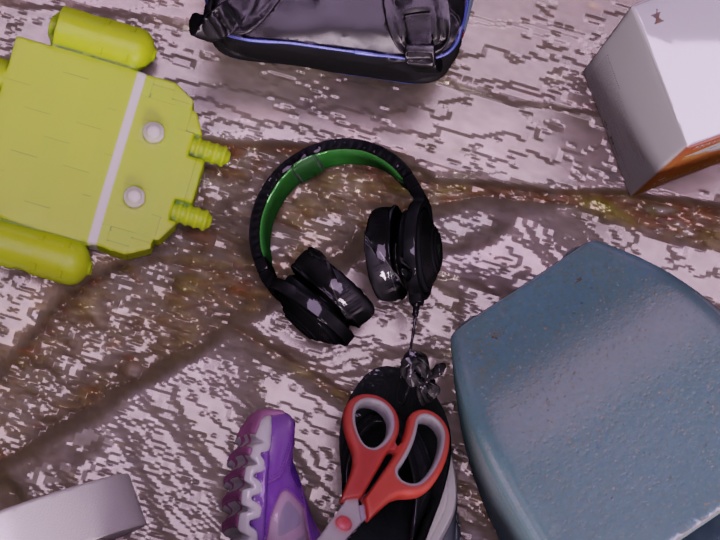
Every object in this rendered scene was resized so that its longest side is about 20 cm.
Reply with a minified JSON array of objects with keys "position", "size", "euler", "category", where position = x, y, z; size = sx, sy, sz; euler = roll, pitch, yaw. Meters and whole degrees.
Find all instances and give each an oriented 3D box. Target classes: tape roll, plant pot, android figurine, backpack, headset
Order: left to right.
[{"position":[-0.233,0.177,1.532],"size":[0.202,0.203,0.037],"euler":[-20,85,-6],"category":"tape roll"},{"position":[-0.189,-0.081,1.647],"size":[0.199,0.041,0.183],"euler":[18,82,0],"category":"android figurine"},{"position":[-0.012,-0.232,1.623],"size":[0.182,0.147,0.201],"euler":[7,86,-2],"category":"backpack"},{"position":[0.000,0.000,1.610],"size":[0.123,0.094,0.201],"euler":[-29,67,3],"category":"headset"},{"position":[0.157,0.102,1.578],"size":[0.195,0.196,0.200],"euler":[-34,73,-7],"category":"plant pot"}]

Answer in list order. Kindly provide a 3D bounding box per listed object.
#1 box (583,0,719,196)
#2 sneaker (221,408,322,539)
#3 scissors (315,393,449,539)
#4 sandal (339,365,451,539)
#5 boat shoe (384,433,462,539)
[{"position":[0.232,-0.127,1.600],"size":[0.124,0.200,0.098],"euler":[-20,84,-5],"category":"box"},{"position":[-0.045,0.192,1.608],"size":[0.088,0.080,0.202],"euler":[0,88,-11],"category":"sneaker"},{"position":[0.001,0.153,1.516],"size":[0.073,0.014,0.201],"euler":[28,47,-4],"category":"scissors"},{"position":[0.017,0.145,1.578],"size":[0.075,0.048,0.201],"euler":[3,57,7],"category":"sandal"},{"position":[0.034,0.194,1.617],"size":[0.072,0.062,0.201],"euler":[-7,64,12],"category":"boat shoe"}]
